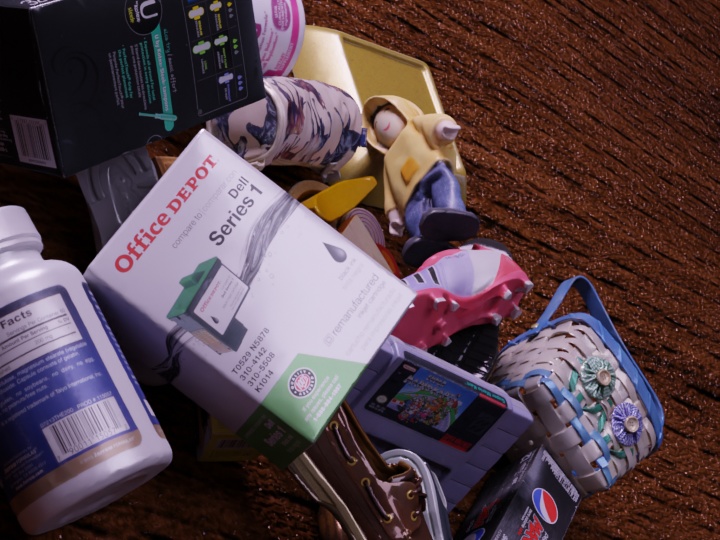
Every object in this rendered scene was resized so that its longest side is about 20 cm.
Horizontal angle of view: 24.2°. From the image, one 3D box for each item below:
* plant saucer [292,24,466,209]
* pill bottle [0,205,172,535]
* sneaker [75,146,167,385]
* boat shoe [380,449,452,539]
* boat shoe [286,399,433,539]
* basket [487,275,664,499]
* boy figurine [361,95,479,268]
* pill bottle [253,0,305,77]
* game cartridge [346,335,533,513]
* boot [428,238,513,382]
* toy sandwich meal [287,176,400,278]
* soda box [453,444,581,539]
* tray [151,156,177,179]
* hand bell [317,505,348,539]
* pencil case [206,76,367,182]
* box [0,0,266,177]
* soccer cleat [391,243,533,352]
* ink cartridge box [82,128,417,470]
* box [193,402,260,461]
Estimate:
[{"bbox_3d":[0.027,-0.153,1.676,0.199,0.048,0.201,11,54,-47],"label":"plant saucer"},{"bbox_3d":[-0.216,0.064,1.117,0.111,0.111,0.201,-15,74,-55],"label":"pill bottle"},{"bbox_3d":[-0.167,-0.010,1.284,0.081,0.076,0.201,116,-37,-79],"label":"sneaker"},{"bbox_3d":[0.047,0.242,1.323,0.060,0.075,0.201,34,53,-72],"label":"boat shoe"},{"bbox_3d":[0.019,0.175,1.253,0.200,0.068,0.072,49,6,-2],"label":"boat shoe"},{"bbox_3d":[0.210,0.121,1.583,0.177,0.139,0.200,56,37,-10],"label":"basket"},{"bbox_3d":[0.053,-0.095,1.524,0.064,0.125,0.201,10,41,-28],"label":"boy figurine"},{"bbox_3d":[-0.152,-0.219,1.446,0.199,0.113,0.114,3,59,-50],"label":"pill bottle"},{"bbox_3d":[0.036,0.126,1.368,0.200,0.130,0.038,26,27,-36],"label":"game cartridge"},{"bbox_3d":[0.089,0.090,1.509,0.077,0.139,0.200,21,56,15],"label":"boot"},{"bbox_3d":[0.000,0.000,1.458,0.205,0.070,0.206,44,32,-37],"label":"toy sandwich meal"},{"bbox_3d":[0.124,0.235,1.437,0.063,0.071,0.200,50,33,-6],"label":"soda box"},{"bbox_3d":[-0.109,0.001,1.379,0.098,0.037,0.201,-1,62,-53],"label":"tray"},{"bbox_3d":[-0.011,0.238,1.274,0.104,0.104,0.200,35,25,-28],"label":"hand bell"},{"bbox_3d":[-0.063,-0.124,1.472,0.200,0.077,0.090,-8,77,-68],"label":"pencil case"},{"bbox_3d":[-0.193,-0.163,1.230,0.200,0.148,0.125,-28,119,-41],"label":"box"},{"bbox_3d":[0.061,0.020,1.400,0.199,0.067,0.076,-13,42,-45],"label":"soccer cleat"},{"bbox_3d":[-0.085,0.020,1.200,0.200,0.084,0.146,37,65,-3],"label":"ink cartridge box"},{"bbox_3d":[-0.102,0.039,1.279,0.050,0.075,0.201,1,66,-15],"label":"box"}]
